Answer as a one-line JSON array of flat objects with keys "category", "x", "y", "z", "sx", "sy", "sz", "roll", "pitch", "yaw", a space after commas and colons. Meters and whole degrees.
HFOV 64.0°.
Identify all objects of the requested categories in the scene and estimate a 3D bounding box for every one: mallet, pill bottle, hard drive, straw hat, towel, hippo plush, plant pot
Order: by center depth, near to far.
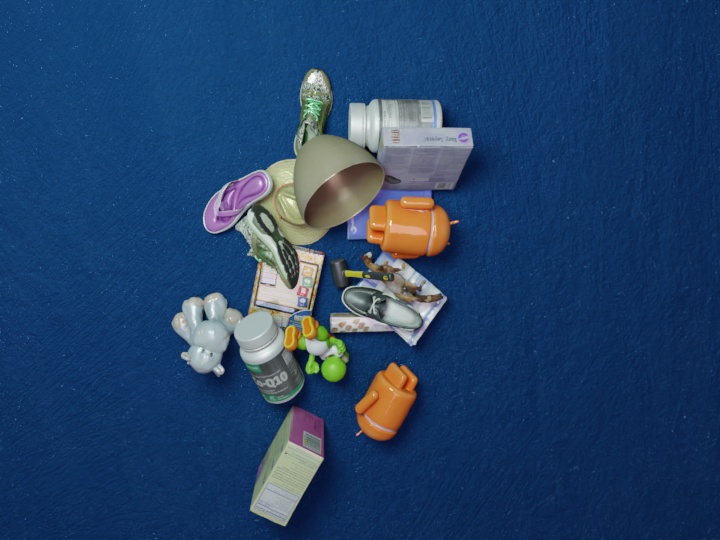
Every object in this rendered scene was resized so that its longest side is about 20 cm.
[{"category": "plant pot", "x": -0.066, "y": -0.205, "z": 1.215, "sx": 0.199, "sy": 0.200, "sz": 0.136, "roll": -36, "pitch": 70, "yaw": 5}, {"category": "pill bottle", "x": 0.073, "y": -0.314, "z": 1.257, "sx": 0.195, "sy": 0.114, "sz": 0.116, "roll": 0, "pitch": 104, "yaw": -4}, {"category": "straw hat", "x": -0.147, "y": -0.147, "z": 1.297, "sx": 0.196, "sy": 0.085, "sz": 0.206, "roll": -1, "pitch": 105, "yaw": -4}, {"category": "mallet", "x": 0.000, "y": 0.000, "z": 1.305, "sx": 0.041, "sy": 0.198, "sz": 0.067, "roll": -25, "pitch": 102, "yaw": -38}, {"category": "hippo plush", "x": -0.368, "y": 0.159, "z": 1.317, "sx": 0.157, "sy": 0.161, "sz": 0.203, "roll": 25, "pitch": 101, "yaw": -10}, {"category": "pill bottle", "x": -0.212, "y": 0.201, "z": 1.336, "sx": 0.111, "sy": 0.114, "sz": 0.203, "roll": -20, "pitch": 124, "yaw": 1}, {"category": "hard drive", "x": 0.067, "y": -0.142, "z": 1.344, "sx": 0.195, "sy": 0.025, "sz": 0.135, "roll": -2, "pitch": 104, "yaw": -4}, {"category": "towel", "x": 0.094, "y": 0.062, "z": 1.371, "sx": 0.199, "sy": 0.024, "sz": 0.148, "roll": 39, "pitch": 86, "yaw": -2}]

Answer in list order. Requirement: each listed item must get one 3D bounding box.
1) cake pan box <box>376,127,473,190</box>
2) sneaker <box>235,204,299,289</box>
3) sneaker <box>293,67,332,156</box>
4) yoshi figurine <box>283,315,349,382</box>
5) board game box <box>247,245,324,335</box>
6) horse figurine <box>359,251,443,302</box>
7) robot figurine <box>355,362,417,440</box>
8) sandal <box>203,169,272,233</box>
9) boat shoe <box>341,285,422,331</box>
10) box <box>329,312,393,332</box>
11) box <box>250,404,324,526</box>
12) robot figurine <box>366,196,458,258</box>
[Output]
[{"category": "cake pan box", "x": 0.133, "y": -0.236, "z": 1.236, "sx": 0.195, "sy": 0.185, "sz": 0.053, "roll": -1, "pitch": 72, "yaw": -3}, {"category": "sneaker", "x": -0.208, "y": -0.044, "z": 1.286, "sx": 0.088, "sy": 0.077, "sz": 0.202, "roll": -23, "pitch": 102, "yaw": 29}, {"category": "sneaker", "x": -0.102, "y": -0.334, "z": 1.252, "sx": 0.075, "sy": 0.089, "sz": 0.205, "roll": 6, "pitch": 103, "yaw": -5}, {"category": "yoshi figurine", "x": -0.087, "y": 0.195, "z": 1.342, "sx": 0.200, "sy": 0.111, "sz": 0.113, "roll": 42, "pitch": 74, "yaw": -46}, {"category": "board game box", "x": -0.177, "y": 0.041, "z": 1.361, "sx": 0.148, "sy": 0.046, "sz": 0.204, "roll": 13, "pitch": 103, "yaw": -7}, {"category": "horse figurine", "x": 0.092, "y": 0.025, "z": 1.313, "sx": 0.199, "sy": 0.132, "sz": 0.050, "roll": 37, "pitch": 71, "yaw": -14}, {"category": "robot figurine", "x": 0.062, "y": 0.329, "z": 1.415, "sx": 0.115, "sy": 0.144, "sz": 0.203, "roll": 29, "pitch": 101, "yaw": 12}, {"category": "sandal", "x": -0.285, "y": -0.160, "z": 1.284, "sx": 0.201, "sy": 0.050, "sz": 0.083, "roll": -36, "pitch": 82, "yaw": 17}, {"category": "boat shoe", "x": 0.052, "y": 0.085, "z": 1.325, "sx": 0.196, "sy": 0.060, "sz": 0.077, "roll": 16, "pitch": 87, "yaw": -3}, {"category": "box", "x": 0.023, "y": 0.124, "z": 1.400, "sx": 0.195, "sy": 0.041, "sz": 0.040, "roll": -1, "pitch": 104, "yaw": -3}, {"category": "box", "x": -0.173, "y": 0.469, "z": 1.400, "sx": 0.095, "sy": 0.176, "sz": 0.202, "roll": 28, "pitch": 100, "yaw": -10}, {"category": "robot figurine", "x": 0.113, "y": -0.093, "z": 1.282, "sx": 0.195, "sy": 0.117, "sz": 0.147, "roll": 5, "pitch": 99, "yaw": -5}]
